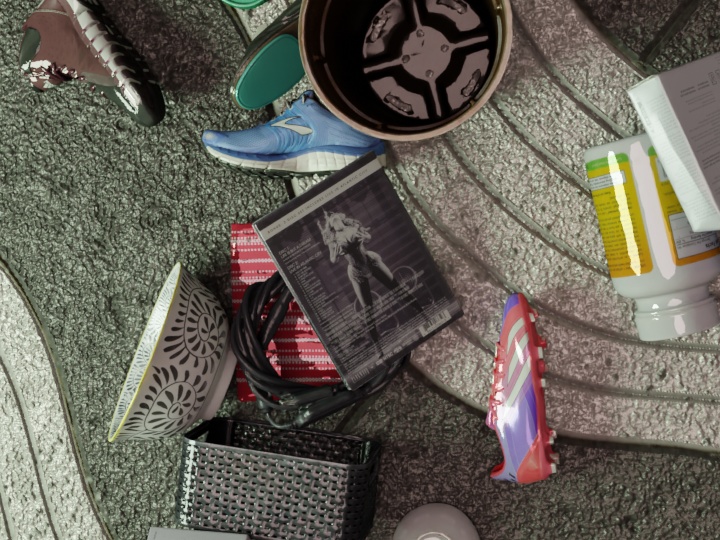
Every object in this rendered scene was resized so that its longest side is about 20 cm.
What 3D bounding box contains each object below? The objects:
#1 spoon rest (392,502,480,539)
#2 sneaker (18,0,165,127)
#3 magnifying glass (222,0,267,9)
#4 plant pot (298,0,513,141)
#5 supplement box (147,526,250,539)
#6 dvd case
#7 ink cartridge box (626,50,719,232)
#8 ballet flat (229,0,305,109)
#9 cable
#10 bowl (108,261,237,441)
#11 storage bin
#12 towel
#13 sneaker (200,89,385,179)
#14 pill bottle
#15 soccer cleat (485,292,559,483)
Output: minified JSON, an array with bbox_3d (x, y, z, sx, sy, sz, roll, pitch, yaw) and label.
[{"bbox_3d":[0.097,0.353,1.294,0.098,0.061,0.202,-18,77,9],"label":"spoon rest"},{"bbox_3d":[-0.304,-0.214,1.314,0.115,0.076,0.201,-38,77,15],"label":"sneaker"},{"bbox_3d":[-0.165,-0.371,1.300,0.079,0.022,0.200,-40,86,10],"label":"magnifying glass"},{"bbox_3d":[0.056,-0.225,1.184,0.198,0.198,0.203,1,94,10],"label":"plant pot"},{"bbox_3d":[-0.157,0.346,1.263,0.108,0.201,0.061,2,52,10],"label":"supplement box"},{"bbox_3d":[0.000,0.000,1.234,0.148,0.016,0.201,-33,100,-13],"label":"dvd case"},{"bbox_3d":[0.353,-0.107,1.150,0.040,0.199,0.201,-27,87,41],"label":"ink cartridge box"},{"bbox_3d":[-0.067,-0.252,1.271,0.200,0.068,0.068,-43,130,0],"label":"ballet flat"},{"bbox_3d":[-0.036,0.066,1.266,0.199,0.051,0.164,-25,88,-12],"label":"cable"},{"bbox_3d":[-0.186,0.101,1.263,0.093,0.201,0.202,21,97,-12],"label":"bowl"},{"bbox_3d":[-0.085,0.224,1.266,0.198,0.135,0.095,8,95,9],"label":"storage bin"},{"bbox_3d":[-0.070,0.046,1.311,0.143,0.022,0.202,-2,93,9],"label":"towel"},{"bbox_3d":[-0.072,-0.145,1.279,0.198,0.079,0.090,-1,86,1],"label":"sneaker"},{"bbox_3d":[0.299,-0.037,1.200,0.110,0.111,0.202,-13,92,10],"label":"pill bottle"},{"bbox_3d":[0.162,0.126,1.259,0.076,0.067,0.202,-7,95,14],"label":"soccer cleat"}]
